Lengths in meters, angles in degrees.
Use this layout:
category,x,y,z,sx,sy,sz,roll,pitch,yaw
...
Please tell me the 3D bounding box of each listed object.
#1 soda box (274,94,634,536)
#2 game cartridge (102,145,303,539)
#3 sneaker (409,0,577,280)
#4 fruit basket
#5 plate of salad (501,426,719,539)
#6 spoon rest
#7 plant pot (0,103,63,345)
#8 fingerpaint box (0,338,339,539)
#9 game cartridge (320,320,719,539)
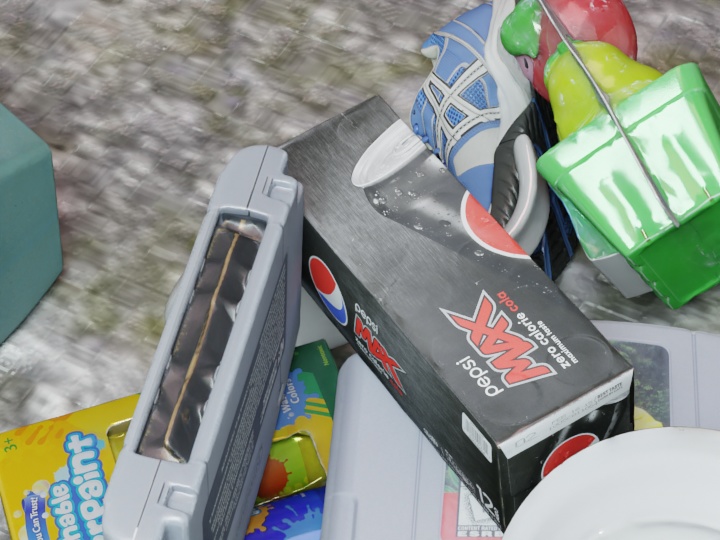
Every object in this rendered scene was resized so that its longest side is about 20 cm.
category,x,y,z,sx,sy,sz,roll,pitch,yaw
soda box,0.033,0.014,0.827,0.070,0.064,0.200,-28,50,-16
game cartridge,-0.061,0.065,0.787,0.041,0.134,0.201,13,50,3
sneaker,0.070,-0.063,1.043,0.077,0.076,0.201,-17,46,25
fruit basket,0.116,-0.081,0.960,0.094,0.185,0.200,-38,65,8
plate of salad,0.135,0.154,0.730,0.199,0.201,0.048,30,27,27
spoon rest,0.000,0.000,0.942,0.199,0.099,0.061,-22,54,7
plant pot,-0.255,-0.007,0.968,0.199,0.142,0.141,-31,53,-30
fingerpaint box,-0.061,0.143,0.857,0.166,0.074,0.201,-15,49,-10
game cartridge,0.084,0.081,0.824,0.198,0.041,0.134,-1,44,7
